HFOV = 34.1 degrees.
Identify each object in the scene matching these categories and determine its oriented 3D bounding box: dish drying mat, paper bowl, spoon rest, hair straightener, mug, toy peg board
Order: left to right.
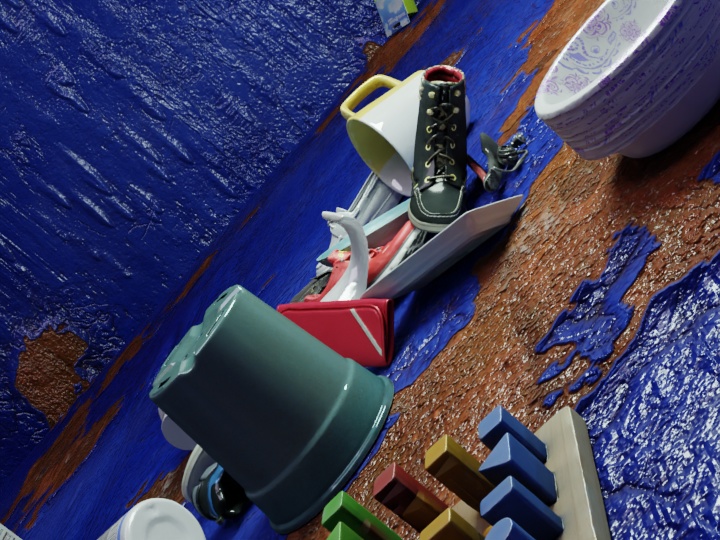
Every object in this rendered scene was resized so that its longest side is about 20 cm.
[{"bbox_3d":[-0.035,0.074,1.362,0.199,0.018,0.078,-5,85,47],"label":"dish drying mat"},{"bbox_3d":[-0.025,0.033,1.411,0.099,0.060,0.203,15,100,47],"label":"spoon rest"},{"bbox_3d":[0.070,-0.229,1.737,0.153,0.187,0.149,-44,-4,-14],"label":"mug"},{"bbox_3d":[0.053,0.181,0.761,0.199,0.098,0.200,-46,13,19],"label":"toy peg board"},{"bbox_3d":[0.165,-0.143,1.425,0.077,0.041,0.200,-48,7,11],"label":"hair straightener"},{"bbox_3d":[0.261,-0.184,1.063,0.201,0.104,0.201,-47,12,13],"label":"paper bowl"}]

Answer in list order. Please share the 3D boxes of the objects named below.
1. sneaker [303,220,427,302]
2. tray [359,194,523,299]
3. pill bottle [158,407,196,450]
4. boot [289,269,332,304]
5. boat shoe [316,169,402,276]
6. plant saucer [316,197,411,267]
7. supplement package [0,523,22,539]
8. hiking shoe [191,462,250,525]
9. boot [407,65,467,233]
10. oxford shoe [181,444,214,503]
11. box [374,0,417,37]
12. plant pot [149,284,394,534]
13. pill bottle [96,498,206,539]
[{"bbox_3d":[0.000,0.000,1.461,0.200,0.085,0.077,-45,-11,21],"label":"sneaker"},{"bbox_3d":[0.092,-0.018,1.304,0.107,0.022,0.200,-20,-14,-46],"label":"tray"},{"bbox_3d":[-0.239,0.183,1.769,0.111,0.111,0.201,-44,14,27],"label":"pill bottle"},{"bbox_3d":[-0.075,0.065,1.653,0.200,0.069,0.174,-43,9,-17],"label":"boot"},{"bbox_3d":[-0.013,-0.072,1.802,0.201,0.068,0.072,-51,12,-1],"label":"boat shoe"},{"bbox_3d":[0.032,-0.055,1.568,0.199,0.028,0.200,-31,6,3],"label":"plant saucer"},{"bbox_3d":[-0.495,0.480,1.605,0.152,0.199,0.151,-46,12,17],"label":"supplement package"},{"bbox_3d":[-0.123,0.211,1.396,0.086,0.074,0.202,-4,57,63],"label":"hiking shoe"},{"bbox_3d":[0.095,-0.149,1.426,0.204,0.072,0.156,-82,-8,-62],"label":"boot"},{"bbox_3d":[-0.156,0.218,1.497,0.201,0.058,0.075,-52,-29,-3],"label":"oxford shoe"},{"bbox_3d":[0.086,-0.768,3.264,0.047,0.202,0.122,-20,0,-34],"label":"box"},{"bbox_3d":[-0.100,0.132,1.222,0.200,0.196,0.201,-46,13,14],"label":"plant pot"},{"bbox_3d":[-0.276,0.361,1.375,0.200,0.113,0.114,-42,14,34],"label":"pill bottle"}]
